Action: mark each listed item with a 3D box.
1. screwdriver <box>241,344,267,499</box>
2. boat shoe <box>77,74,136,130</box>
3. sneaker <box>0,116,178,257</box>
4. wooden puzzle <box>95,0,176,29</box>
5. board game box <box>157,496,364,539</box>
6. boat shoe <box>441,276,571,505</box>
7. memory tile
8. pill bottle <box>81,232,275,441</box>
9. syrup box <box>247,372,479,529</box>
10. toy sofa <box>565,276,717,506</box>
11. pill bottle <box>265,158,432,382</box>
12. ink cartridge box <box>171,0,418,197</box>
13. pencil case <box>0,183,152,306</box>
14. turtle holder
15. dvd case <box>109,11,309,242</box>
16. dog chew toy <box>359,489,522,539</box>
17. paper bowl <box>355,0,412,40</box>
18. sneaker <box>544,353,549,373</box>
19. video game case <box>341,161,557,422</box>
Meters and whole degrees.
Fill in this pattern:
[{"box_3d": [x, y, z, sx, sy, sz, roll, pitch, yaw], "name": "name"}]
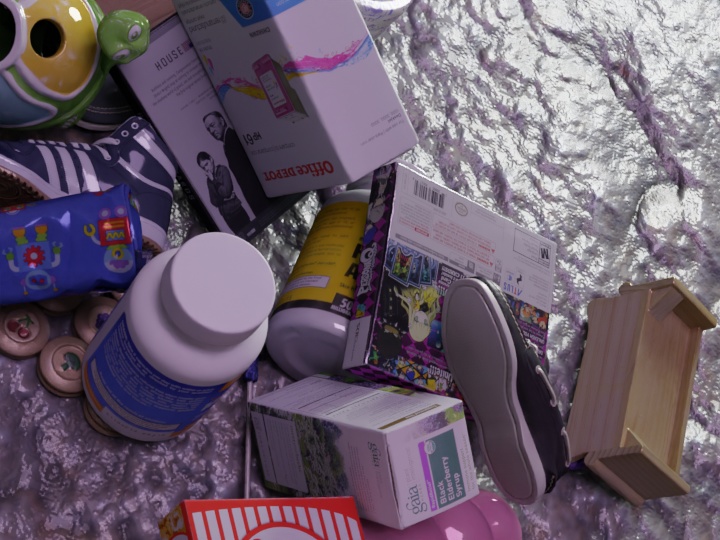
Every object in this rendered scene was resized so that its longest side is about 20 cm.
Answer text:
[{"box_3d": [-0.092, 0.108, 1.452, 0.028, 0.029, 0.200, 11, 56, -21], "name": "screwdriver"}, {"box_3d": [-0.177, -0.185, 1.540, 0.200, 0.062, 0.073, -25, 78, -33], "name": "boat shoe"}, {"box_3d": [-0.244, -0.091, 1.435, 0.200, 0.070, 0.109, 25, 62, -21], "name": "sneaker"}, {"box_3d": [-0.286, -0.259, 1.545, 0.185, 0.037, 0.200, -35, 79, -34], "name": "wooden puzzle"}, {"box_3d": [-0.053, 0.264, 1.247, 0.151, 0.046, 0.200, 3, 58, -35], "name": "board game box"}, {"box_3d": [0.124, 0.092, 1.417, 0.060, 0.074, 0.200, -30, 105, -39], "name": "boat shoe"}, {"box_3d": [-0.234, 0.029, 1.434, 0.200, 0.017, 0.153, 39, 55, -4], "name": "memory tile"}, {"box_3d": [-0.138, 0.050, 1.339, 0.112, 0.200, 0.112, 11, 62, -21], "name": "pill bottle"}, {"box_3d": [0.000, 0.139, 1.370, 0.081, 0.200, 0.079, -19, 104, -33], "name": "syrup box"}, {"box_3d": [0.259, 0.112, 1.604, 0.083, 0.098, 0.200, 40, 51, -33], "name": "toy sofa"}, {"box_3d": [0.000, 0.000, 1.505, 0.111, 0.111, 0.200, 29, 56, -10], "name": "pill bottle"}, {"box_3d": [-0.056, -0.170, 1.464, 0.085, 0.144, 0.200, -34, 105, -29], "name": "ink cartridge box"}, {"box_3d": [-0.265, -0.010, 1.357, 0.200, 0.078, 0.087, -11, 101, -6], "name": "pencil case"}, {"box_3d": [-0.271, -0.177, 1.403, 0.185, 0.132, 0.141, 28, 94, 10], "name": "turtle holder"}, {"box_3d": [-0.117, -0.137, 1.523, 0.150, 0.025, 0.200, -41, 108, -32], "name": "dvd case"}, {"box_3d": [0.052, 0.233, 1.414, 0.200, 0.125, 0.125, -10, 70, -38], "name": "dog chew toy"}, {"box_3d": [-0.053, -0.289, 1.608, 0.201, 0.104, 0.201, 27, 42, -27], "name": "paper bowl"}, {"box_3d": [0.084, 0.028, 1.553, 0.114, 0.076, 0.200, -14, 78, -37], "name": "sneaker"}, {"box_3d": [0.081, 0.027, 1.465, 0.200, 0.036, 0.181, 24, 65, -36], "name": "video game case"}]
